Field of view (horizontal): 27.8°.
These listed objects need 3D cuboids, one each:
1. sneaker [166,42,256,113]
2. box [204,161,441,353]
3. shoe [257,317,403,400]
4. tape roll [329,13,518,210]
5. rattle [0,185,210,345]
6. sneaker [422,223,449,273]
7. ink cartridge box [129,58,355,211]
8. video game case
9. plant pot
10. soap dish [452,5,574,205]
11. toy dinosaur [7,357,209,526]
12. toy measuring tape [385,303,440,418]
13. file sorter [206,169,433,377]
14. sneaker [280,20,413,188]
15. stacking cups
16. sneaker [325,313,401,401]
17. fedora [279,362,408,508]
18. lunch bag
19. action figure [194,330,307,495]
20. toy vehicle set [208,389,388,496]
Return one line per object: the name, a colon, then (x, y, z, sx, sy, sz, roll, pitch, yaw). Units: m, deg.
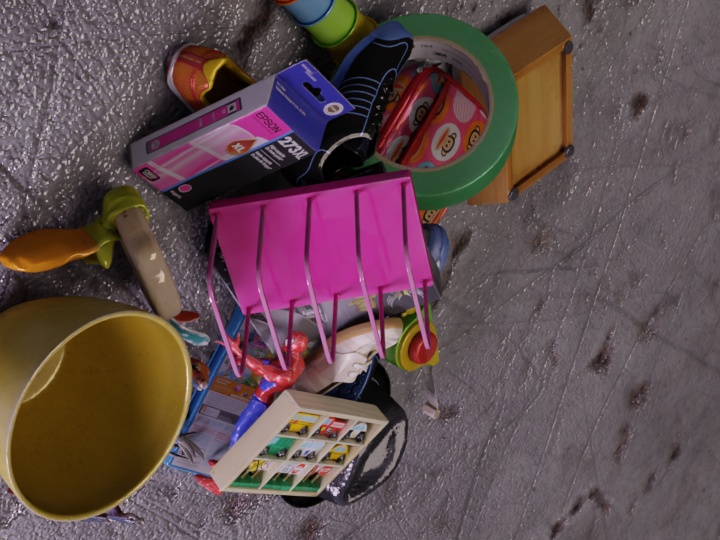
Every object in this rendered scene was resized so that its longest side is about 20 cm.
sneaker: (-0.112, -0.146, 1.413, 0.073, 0.077, 0.200, -61, 144, -5)
box: (-0.036, -0.009, 1.487, 0.049, 0.198, 0.159, -90, 157, -49)
shoe: (-0.026, 0.104, 1.550, 0.199, 0.054, 0.070, -30, 165, 36)
tape roll: (0.064, -0.165, 1.507, 0.201, 0.199, 0.048, -54, 168, -11)
rattle: (-0.231, 0.025, 1.369, 0.143, 0.130, 0.201, -40, 157, -19)
sneaker: (0.000, 0.000, 1.563, 0.199, 0.076, 0.088, -29, 138, 22)
ink cartridge box: (-0.110, -0.123, 1.361, 0.199, 0.037, 0.095, -25, 147, 20)
video game case: (-0.128, 0.136, 1.608, 0.143, 0.018, 0.201, 28, 89, -52)
plant pot: (-0.272, 0.102, 1.316, 0.199, 0.141, 0.202, -27, 131, -37)
soap dish: (0.186, -0.190, 1.733, 0.157, 0.081, 0.202, -35, 136, -32)
toy dinosaur: (-0.224, 0.161, 1.457, 0.199, 0.105, 0.183, 25, 66, -34)
toy measuring tape: (0.060, 0.114, 1.776, 0.073, 0.073, 0.202, -35, 134, -32)
file sorter: (-0.036, 0.011, 1.389, 0.126, 0.198, 0.140, -90, 169, -49)
sneaker: (-0.002, -0.156, 1.442, 0.200, 0.078, 0.070, -49, 159, -11)
stacking cups: (-0.058, -0.274, 1.425, 0.200, 0.060, 0.061, 36, 83, -47)
sneaker: (0.002, 0.085, 1.666, 0.202, 0.070, 0.078, -66, 159, -1)
fedora: (-0.011, 0.205, 1.724, 0.200, 0.091, 0.203, -27, 129, -38)
lunch bag: (0.041, -0.131, 1.604, 0.176, 0.082, 0.201, 35, 85, -48)
action figure: (-0.129, 0.129, 1.532, 0.201, 0.099, 0.065, -54, 178, 21)
toy vehicle set: (-0.062, 0.188, 1.560, 0.124, 0.027, 0.199, -47, 153, 13)
